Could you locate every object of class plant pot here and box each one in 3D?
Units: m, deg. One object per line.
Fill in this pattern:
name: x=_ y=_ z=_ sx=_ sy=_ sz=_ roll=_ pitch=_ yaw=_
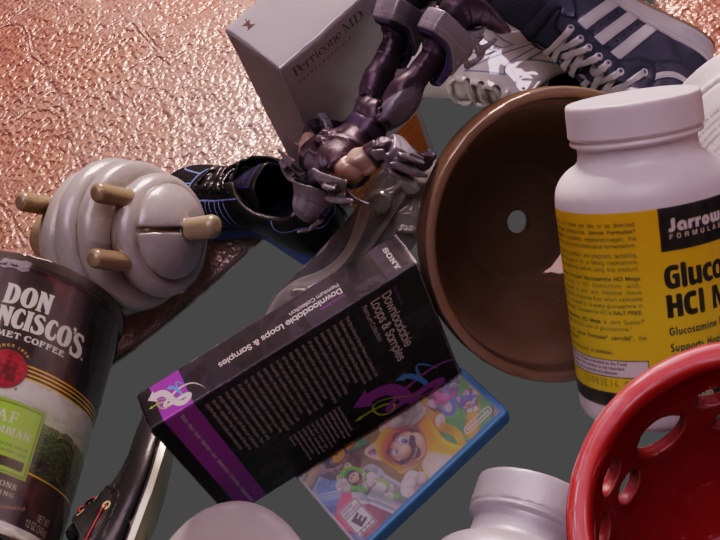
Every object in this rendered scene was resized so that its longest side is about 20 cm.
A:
plant pot: x=0.127 y=-0.029 z=0.826 sx=0.200 sy=0.202 sz=0.093 roll=-36 pitch=15 yaw=-7
plant pot: x=0.220 y=0.166 z=0.638 sx=0.197 sy=0.183 sz=0.203 roll=-8 pitch=56 yaw=12

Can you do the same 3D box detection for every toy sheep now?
toy sheep: x=-0.191 y=-0.027 z=0.927 sx=0.198 sy=0.138 sz=0.139 roll=3 pitch=58 yaw=35

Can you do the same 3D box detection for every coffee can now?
coffee can: x=-0.269 y=0.109 z=0.858 sx=0.144 sy=0.147 sz=0.202 roll=-1 pitch=58 yaw=17

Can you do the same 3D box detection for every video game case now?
video game case: x=-0.006 y=0.093 z=0.862 sx=0.143 sy=0.018 sz=0.200 roll=-41 pitch=55 yaw=-10

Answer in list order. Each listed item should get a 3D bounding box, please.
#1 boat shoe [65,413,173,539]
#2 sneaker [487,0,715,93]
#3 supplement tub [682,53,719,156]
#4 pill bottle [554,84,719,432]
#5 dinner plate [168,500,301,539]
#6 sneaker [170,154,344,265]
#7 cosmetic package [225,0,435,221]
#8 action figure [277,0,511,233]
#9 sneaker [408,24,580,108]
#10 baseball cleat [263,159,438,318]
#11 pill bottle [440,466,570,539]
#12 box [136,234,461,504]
boat shoe: x=-0.176 y=0.184 z=0.814 sx=0.062 sy=0.074 sz=0.204 roll=13 pitch=58 yaw=4
sneaker: x=0.179 y=-0.155 z=0.886 sx=0.197 sy=0.070 sz=0.110 roll=18 pitch=71 yaw=-14
supplement tub: x=0.297 y=-0.044 z=0.782 sx=0.130 sy=0.132 sz=0.202 roll=-16 pitch=55 yaw=7
pill bottle: x=0.183 y=-0.010 z=0.737 sx=0.111 sy=0.203 sz=0.113 roll=-9 pitch=12 yaw=2
dinner plate: x=-0.096 y=0.247 z=0.731 sx=0.199 sy=0.024 sz=0.203 roll=-20 pitch=61 yaw=40
sneaker: x=-0.094 y=-0.064 z=0.948 sx=0.198 sy=0.078 sz=0.071 roll=16 pitch=61 yaw=34
cosmetic package: x=-0.017 y=-0.135 z=0.901 sx=0.101 sy=0.201 sz=0.071 roll=-42 pitch=55 yaw=-11
action figure: x=0.013 y=-0.108 z=0.796 sx=0.130 sy=0.069 sz=0.201 roll=30 pitch=86 yaw=47
sneaker: x=0.116 y=-0.167 z=0.961 sx=0.197 sy=0.075 sz=0.088 roll=-6 pitch=61 yaw=15
baseball cleat: x=0.000 y=0.000 z=0.873 sx=0.070 sy=0.106 sz=0.200 roll=43 pitch=104 yaw=5
pill bottle: x=0.081 y=0.226 z=0.688 sx=0.110 sy=0.112 sz=0.202 roll=9 pitch=62 yaw=23
box: x=-0.035 y=0.076 z=0.783 sx=0.198 sy=0.144 sz=0.036 roll=-30 pitch=52 yaw=-4
